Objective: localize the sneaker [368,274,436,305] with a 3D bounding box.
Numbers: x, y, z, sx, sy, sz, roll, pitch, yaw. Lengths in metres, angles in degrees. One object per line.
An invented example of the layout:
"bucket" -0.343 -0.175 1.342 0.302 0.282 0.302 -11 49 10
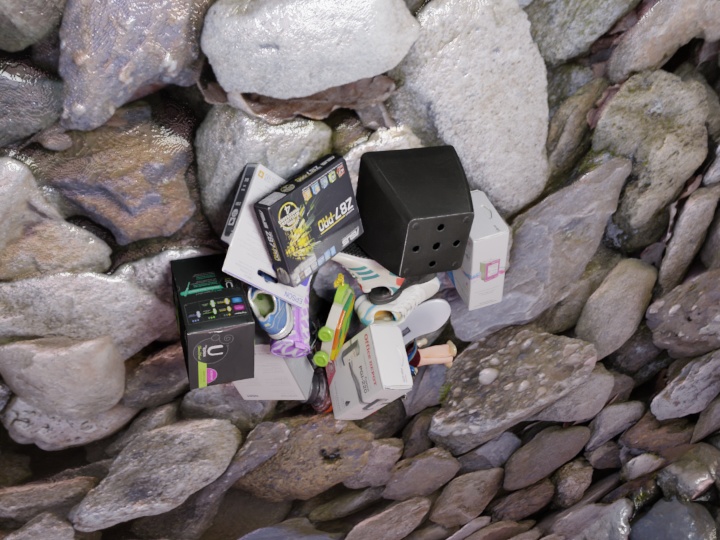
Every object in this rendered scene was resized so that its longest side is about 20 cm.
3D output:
"sneaker" 0.099 -0.009 1.544 0.198 0.060 0.105 -25 136 -11

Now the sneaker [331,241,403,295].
"sneaker" 0.000 0.000 1.469 0.197 0.071 0.094 13 115 -20

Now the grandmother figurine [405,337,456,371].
"grandmother figurine" 0.136 0.213 1.761 0.197 0.061 0.123 -7 123 -24

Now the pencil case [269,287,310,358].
"pencil case" -0.131 0.067 1.400 0.083 0.203 0.085 18 148 -37

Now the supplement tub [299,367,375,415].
"supplement tub" -0.050 0.281 1.695 0.198 0.107 0.108 12 124 -33

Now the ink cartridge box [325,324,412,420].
"ink cartridge box" 0.013 0.221 1.564 0.084 0.148 0.200 7 149 -36

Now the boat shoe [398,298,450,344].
"boat shoe" 0.117 0.121 1.664 0.198 0.065 0.074 -30 102 12

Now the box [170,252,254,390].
"box" -0.275 0.090 1.344 0.123 0.201 0.150 -9 133 -19

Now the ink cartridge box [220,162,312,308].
"ink cartridge box" -0.154 -0.058 1.305 0.197 0.043 0.203 30 70 -42

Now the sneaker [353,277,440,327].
"sneaker" 0.089 0.073 1.595 0.198 0.081 0.077 -24 134 -7

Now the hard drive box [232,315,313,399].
"hard drive box" -0.202 0.185 1.510 0.153 0.077 0.201 -2 137 16

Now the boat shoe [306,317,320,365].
"boat shoe" -0.113 0.140 1.550 0.061 0.075 0.202 2 133 -1

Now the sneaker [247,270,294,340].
"sneaker" -0.172 0.026 1.339 0.075 0.202 0.077 -25 153 10

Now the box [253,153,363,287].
"box" -0.087 -0.091 1.295 0.200 0.049 0.163 -39 130 -36

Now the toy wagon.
"toy wagon" -0.048 0.098 1.504 0.039 0.156 0.202 18 128 7

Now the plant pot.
"plant pot" 0.111 -0.101 1.381 0.197 0.178 0.202 -8 131 -20

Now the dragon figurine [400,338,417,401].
"dragon figurine" 0.071 0.235 1.664 0.099 0.059 0.202 26 86 -32

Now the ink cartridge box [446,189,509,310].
"ink cartridge box" 0.239 -0.043 1.518 0.083 0.145 0.202 -14 134 -12
